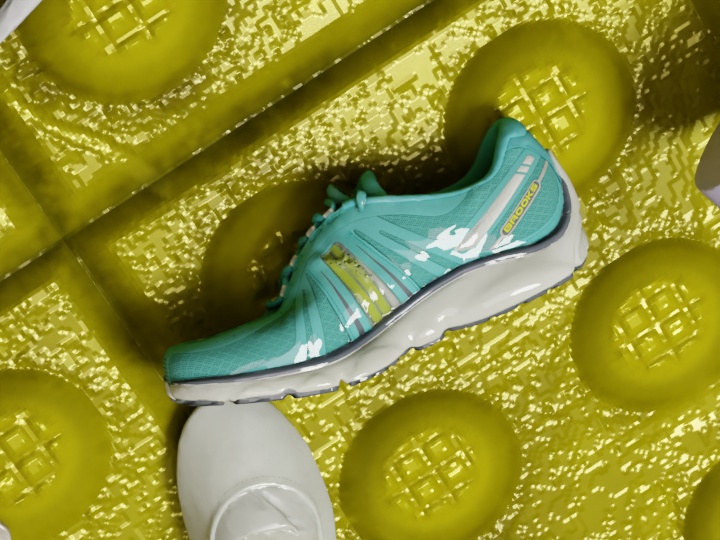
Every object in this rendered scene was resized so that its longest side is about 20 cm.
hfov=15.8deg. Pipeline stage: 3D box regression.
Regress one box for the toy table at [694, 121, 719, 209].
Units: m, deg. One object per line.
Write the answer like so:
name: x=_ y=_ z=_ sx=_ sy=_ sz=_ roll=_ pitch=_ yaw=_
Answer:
toy table: x=0.252 y=-0.077 z=1.114 sx=0.117 sy=0.184 sz=0.200 roll=38 pitch=108 yaw=-11

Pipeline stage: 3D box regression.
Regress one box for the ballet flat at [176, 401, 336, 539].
ballet flat: x=-0.037 y=0.151 z=1.184 sx=0.069 sy=0.069 sz=0.201 roll=-14 pitch=117 yaw=-10

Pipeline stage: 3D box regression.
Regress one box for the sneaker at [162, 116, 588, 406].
sneaker: x=0.000 y=0.000 z=1.133 sx=0.199 sy=0.077 sz=0.080 roll=-27 pitch=100 yaw=-9

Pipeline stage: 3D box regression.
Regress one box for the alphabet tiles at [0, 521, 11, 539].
alphabet tiles: x=-0.253 y=0.169 z=1.157 sx=0.195 sy=0.015 sz=0.201 roll=-2 pitch=114 yaw=-16

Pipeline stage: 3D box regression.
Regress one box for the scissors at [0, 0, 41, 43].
scissors: x=-0.091 y=-0.156 z=1.052 sx=0.073 sy=0.014 sz=0.201 roll=20 pitch=106 yaw=-25
